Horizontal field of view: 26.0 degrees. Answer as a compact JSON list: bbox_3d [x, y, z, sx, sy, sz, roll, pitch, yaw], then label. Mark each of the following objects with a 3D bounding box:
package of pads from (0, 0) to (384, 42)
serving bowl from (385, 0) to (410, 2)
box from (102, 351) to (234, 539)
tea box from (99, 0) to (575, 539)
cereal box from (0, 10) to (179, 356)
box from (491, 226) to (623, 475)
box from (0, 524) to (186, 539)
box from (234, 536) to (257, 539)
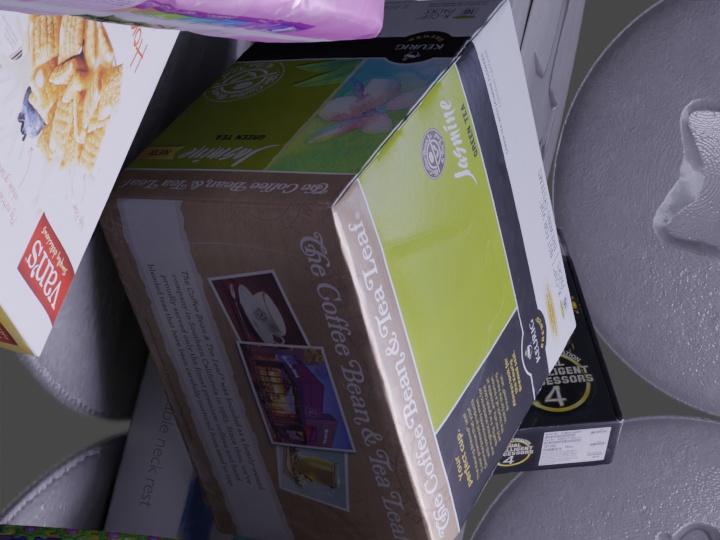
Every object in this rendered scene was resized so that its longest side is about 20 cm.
[{"bbox_3d":[-0.060,-0.137,0.481,0.199,0.075,0.122,-6,96,-60],"label":"package of pads"},{"bbox_3d":[0.001,-0.102,0.936,0.200,0.065,0.203,172,-90,-87],"label":"serving bowl"},{"bbox_3d":[-0.089,0.099,0.853,0.122,0.047,0.202,38,66,-77],"label":"box"},{"bbox_3d":[0.000,0.000,0.768,0.197,0.132,0.202,-52,135,-46],"label":"tea box"},{"bbox_3d":[-0.110,-0.089,0.551,0.144,0.039,0.202,77,29,-63],"label":"cereal box"},{"bbox_3d":[0.045,0.052,0.955,0.049,0.197,0.162,92,-9,-45],"label":"box"},{"bbox_3d":[-0.068,0.195,0.550,0.193,0.198,0.123,-107,-155,-70],"label":"box"},{"bbox_3d":[-0.061,0.148,1.046,0.200,0.049,0.083,-40,141,-73],"label":"box"}]
